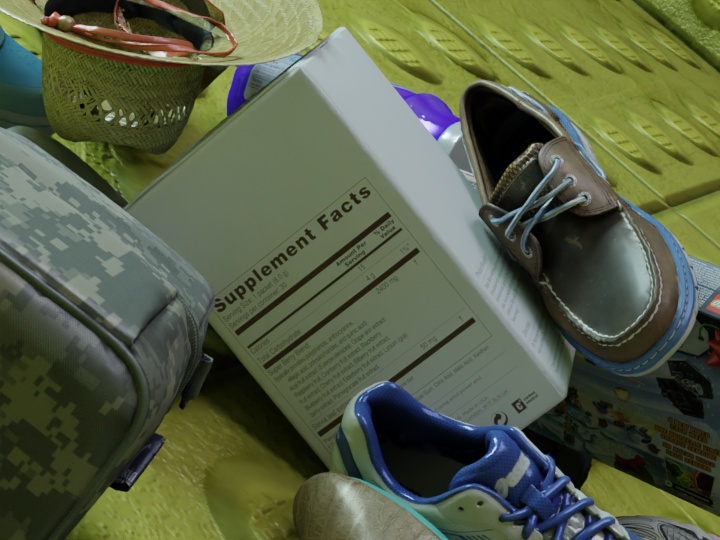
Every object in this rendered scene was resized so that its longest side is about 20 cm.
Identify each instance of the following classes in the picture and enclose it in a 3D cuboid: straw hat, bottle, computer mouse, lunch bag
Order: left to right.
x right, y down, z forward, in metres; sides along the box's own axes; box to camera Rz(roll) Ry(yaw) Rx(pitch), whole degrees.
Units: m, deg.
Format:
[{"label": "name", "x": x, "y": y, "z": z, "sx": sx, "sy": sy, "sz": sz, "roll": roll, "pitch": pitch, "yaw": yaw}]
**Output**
[{"label": "lunch bag", "x": -0.151, "y": 0.007, "z": 0.668, "sx": 0.200, "sy": 0.140, "sz": 0.168, "roll": 37, "pitch": 20, "yaw": -3}, {"label": "straw hat", "x": -0.116, "y": -0.102, "z": 0.906, "sx": 0.200, "sy": 0.086, "sz": 0.201, "roll": 11, "pitch": 25, "yaw": -5}, {"label": "bottle", "x": 0.002, "y": -0.090, "z": 1.174, "sx": 0.083, "sy": 0.066, "sz": 0.199, "roll": 13, "pitch": 6, "yaw": -44}, {"label": "computer mouse", "x": 0.091, "y": 0.116, "z": 1.014, "sx": 0.059, "sy": 0.034, "sz": 0.200, "roll": 40, "pitch": 20, "yaw": 4}]

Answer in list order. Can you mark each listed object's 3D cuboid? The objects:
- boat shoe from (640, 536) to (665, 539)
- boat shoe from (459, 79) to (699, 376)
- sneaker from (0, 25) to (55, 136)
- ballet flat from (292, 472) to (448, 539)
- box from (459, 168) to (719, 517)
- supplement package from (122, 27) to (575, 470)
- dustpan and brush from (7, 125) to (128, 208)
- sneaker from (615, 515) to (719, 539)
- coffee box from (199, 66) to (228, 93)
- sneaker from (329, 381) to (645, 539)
[{"label": "boat shoe", "x": 0.133, "y": 0.152, "z": 0.865, "sx": 0.199, "sy": 0.071, "sz": 0.065, "roll": 22, "pitch": -31, "yaw": 23}, {"label": "boat shoe", "x": 0.093, "y": -0.025, "z": 0.907, "sx": 0.072, "sy": 0.072, "sz": 0.200, "roll": 34, "pitch": 15, "yaw": -36}, {"label": "sneaker", "x": -0.214, "y": -0.157, "z": 0.945, "sx": 0.199, "sy": 0.131, "sz": 0.080, "roll": 29, "pitch": 19, "yaw": -25}, {"label": "ballet flat", "x": 0.035, "y": 0.168, "z": 0.772, "sx": 0.200, "sy": 0.068, "sz": 0.072, "roll": 45, "pitch": 39, "yaw": 9}, {"label": "box", "x": 0.122, "y": 0.037, "z": 1.004, "sx": 0.199, "sy": 0.138, "sz": 0.040, "roll": 24, "pitch": 48, "yaw": 31}, {"label": "supplement package", "x": 0.000, "y": 0.000, "z": 0.921, "sx": 0.200, "sy": 0.120, "sz": 0.121, "roll": 51, "pitch": 18, "yaw": -6}, {"label": "dustpan and brush", "x": -0.168, "y": -0.040, "z": 0.897, "sx": 0.200, "sy": 0.057, "sz": 0.139, "roll": 50, "pitch": 10, "yaw": 14}, {"label": "sneaker", "x": 0.174, "y": 0.196, "z": 0.910, "sx": 0.082, "sy": 0.078, "sz": 0.200, "roll": 14, "pitch": 30, "yaw": -46}, {"label": "coffee box", "x": -0.118, "y": -0.164, "z": 1.080, "sx": 0.114, "sy": 0.080, "sz": 0.200, "roll": 36, "pitch": -10, "yaw": -10}, {"label": "sneaker", "x": 0.070, "y": 0.116, "z": 0.803, "sx": 0.199, "sy": 0.088, "sz": 0.075, "roll": 21, "pitch": 50, "yaw": 21}]
